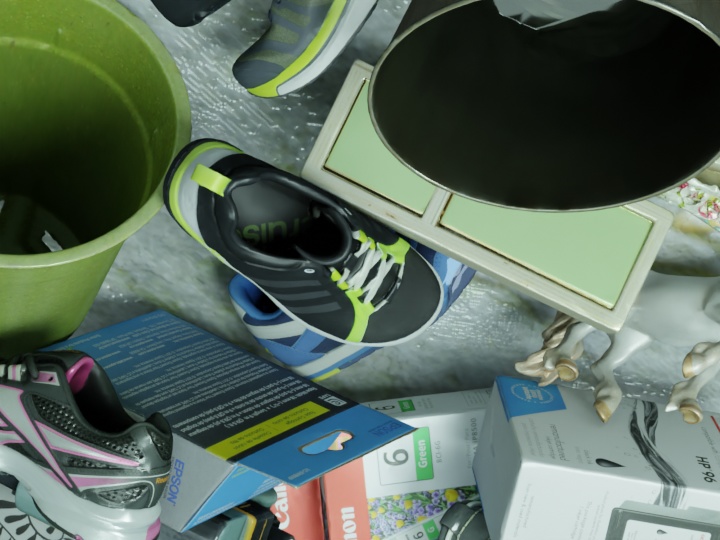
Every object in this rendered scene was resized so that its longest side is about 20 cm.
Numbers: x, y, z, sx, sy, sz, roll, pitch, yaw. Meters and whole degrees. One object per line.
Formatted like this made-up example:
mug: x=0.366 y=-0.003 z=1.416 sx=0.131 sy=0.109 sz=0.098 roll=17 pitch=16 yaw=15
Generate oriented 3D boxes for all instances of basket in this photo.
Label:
basket: x=0.109 y=-0.146 z=1.163 sx=0.180 sy=0.200 sz=0.136 roll=-4 pitch=133 yaw=19

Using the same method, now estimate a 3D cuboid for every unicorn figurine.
unicorn figurine: x=0.200 y=0.034 z=1.380 sx=0.199 sy=0.137 sz=0.074 roll=16 pitch=135 yaw=24

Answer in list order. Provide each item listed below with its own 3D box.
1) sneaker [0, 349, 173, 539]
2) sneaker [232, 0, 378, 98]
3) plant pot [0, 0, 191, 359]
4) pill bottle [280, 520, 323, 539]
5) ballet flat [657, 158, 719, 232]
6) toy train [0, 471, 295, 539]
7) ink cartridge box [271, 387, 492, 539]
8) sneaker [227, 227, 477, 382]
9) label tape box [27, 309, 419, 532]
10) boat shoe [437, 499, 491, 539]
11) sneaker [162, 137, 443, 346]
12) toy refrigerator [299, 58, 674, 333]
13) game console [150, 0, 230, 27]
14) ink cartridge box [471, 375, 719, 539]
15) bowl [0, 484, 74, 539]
sneaker: x=-0.186 y=0.075 z=1.345 sx=0.200 sy=0.080 sz=0.087 roll=28 pitch=109 yaw=12
sneaker: x=-0.019 y=-0.174 z=1.271 sx=0.081 sy=0.074 sz=0.200 roll=36 pitch=126 yaw=-7
plant pot: x=-0.210 y=-0.042 z=1.377 sx=0.199 sy=0.201 sz=0.190 roll=17 pitch=148 yaw=-2
pill bottle: x=-0.046 y=0.193 z=1.592 sx=0.200 sy=0.111 sz=0.111 roll=28 pitch=133 yaw=-13
ballet flat: x=0.197 y=-0.064 z=1.304 sx=0.199 sy=0.076 sz=0.064 roll=17 pitch=160 yaw=-3
toy train: x=-0.139 y=0.142 z=1.464 sx=0.200 sy=0.114 sz=0.085 roll=25 pitch=100 yaw=19
ink cartridge box: x=0.010 y=0.142 z=1.502 sx=0.199 sy=0.050 sz=0.109 roll=-7 pitch=103 yaw=-5
sneaker: x=0.000 y=0.000 z=1.423 sx=0.082 sy=0.074 sz=0.200 roll=42 pitch=128 yaw=-22
label tape box: x=-0.089 y=0.099 z=1.412 sx=0.200 sy=0.144 sz=0.063 roll=24 pitch=113 yaw=26
boat shoe: x=0.075 y=0.199 z=1.468 sx=0.067 sy=0.072 sz=0.200 roll=26 pitch=155 yaw=12
sneaker: x=-0.024 y=-0.006 z=1.297 sx=0.200 sy=0.072 sz=0.083 roll=28 pitch=177 yaw=-33
toy refrigerator: x=0.070 y=-0.041 z=1.328 sx=0.200 sy=0.076 sz=0.070 roll=26 pitch=178 yaw=0
game console: x=-0.080 y=-0.238 z=1.206 sx=0.200 sy=0.031 sz=0.177 roll=-30 pitch=100 yaw=36
ink cartridge box: x=0.175 y=0.129 z=1.389 sx=0.199 sy=0.116 sz=0.068 roll=10 pitch=112 yaw=-9
bowl: x=-0.226 y=0.161 z=1.596 sx=0.094 sy=0.201 sz=0.201 roll=-35 pitch=129 yaw=-14
